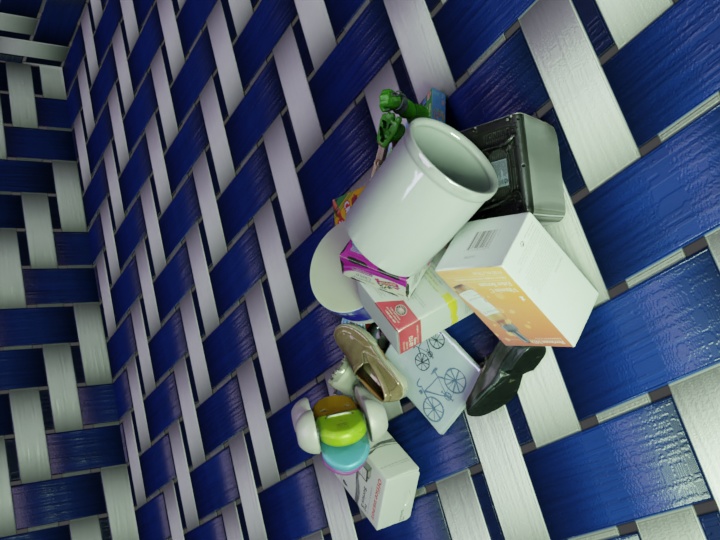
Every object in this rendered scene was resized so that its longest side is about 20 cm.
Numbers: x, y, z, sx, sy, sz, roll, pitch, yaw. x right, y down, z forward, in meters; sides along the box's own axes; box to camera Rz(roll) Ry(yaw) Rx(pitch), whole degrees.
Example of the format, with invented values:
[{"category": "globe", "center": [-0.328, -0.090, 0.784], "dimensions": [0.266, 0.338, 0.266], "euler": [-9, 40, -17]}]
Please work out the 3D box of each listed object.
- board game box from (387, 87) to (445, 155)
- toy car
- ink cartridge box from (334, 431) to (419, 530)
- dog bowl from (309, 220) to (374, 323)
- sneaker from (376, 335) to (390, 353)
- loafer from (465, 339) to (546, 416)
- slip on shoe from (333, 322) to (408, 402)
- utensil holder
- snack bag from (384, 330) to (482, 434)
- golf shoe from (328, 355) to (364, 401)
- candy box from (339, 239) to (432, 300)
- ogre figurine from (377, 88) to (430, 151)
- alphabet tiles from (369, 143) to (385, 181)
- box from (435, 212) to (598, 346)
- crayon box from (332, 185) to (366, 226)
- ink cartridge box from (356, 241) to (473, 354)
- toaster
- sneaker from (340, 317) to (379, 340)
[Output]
[{"category": "board game box", "center": [0.099, -0.235, 1.582], "dimensions": [0.200, 0.036, 0.152], "euler": [-51, 25, 43]}, {"category": "toy car", "center": [-0.038, 0.322, 1.585], "dimensions": [0.200, 0.174, 0.151], "euler": [-143, 44, -78]}, {"category": "ink cartridge box", "center": [0.026, 0.412, 1.693], "dimensions": [0.200, 0.084, 0.146], "euler": [43, 135, 45]}, {"category": "dog bowl", "center": [0.000, 0.000, 1.612], "dimensions": [0.199, 0.079, 0.201], "euler": [-12, 66, 29]}, {"category": "sneaker", "center": [0.052, 0.172, 1.667], "dimensions": [0.200, 0.088, 0.075], "euler": [-15, 77, 52]}, {"category": "loafer", "center": [0.244, 0.175, 1.418], "dimensions": [0.200, 0.073, 0.072], "euler": [-55, 41, 27]}, {"category": "slip on shoe", "center": [0.008, 0.183, 1.599], "dimensions": [0.200, 0.060, 0.076], "euler": [48, 132, 22]}, {"category": "utensil holder", "center": [0.091, -0.113, 1.290], "dimensions": [0.200, 0.169, 0.170], "euler": [-49, 52, 33]}, {"category": "snack bag", "center": [0.132, 0.187, 1.552], "dimensions": [0.200, 0.021, 0.189], "euler": [46, 130, 22]}, {"category": "golf shoe", "center": [-0.009, 0.240, 1.710], "dimensions": [0.097, 0.078, 0.200], "euler": [31, 165, 16]}, {"category": "candy box", "center": [0.070, -0.056, 1.452], "dimensions": [0.136, 0.200, 0.061], "euler": [21, 147, 21]}, {"category": "ogre figurine", "center": [0.088, -0.217, 1.421], "dimensions": [0.098, 0.120, 0.201], "euler": [-26, 88, 43]}, {"category": "alphabet tiles", "center": [0.028, -0.175, 1.523], "dimensions": [0.196, 0.015, 0.201], "euler": [-72, -2, -53]}, {"category": "box", "center": [0.246, 0.019, 1.277], "dimensions": [0.152, 0.200, 0.107], "euler": [-7, 45, 54]}, {"category": "crayon box", "center": [0.018, -0.113, 1.737], "dimensions": [0.200, 0.051, 0.128], "euler": [-18, 76, 53]}, {"category": "ink cartridge box", "center": [0.115, 0.036, 1.466], "dimensions": [0.145, 0.199, 0.084], "euler": [52, 162, 35]}, {"category": "toaster", "center": [0.233, -0.145, 1.350], "dimensions": [0.180, 0.118, 0.201], "euler": [-12, 81, 46]}, {"category": "sneaker", "center": [0.046, 0.063, 1.657], "dimensions": [0.095, 0.079, 0.201], "euler": [34, 98, 45]}]
